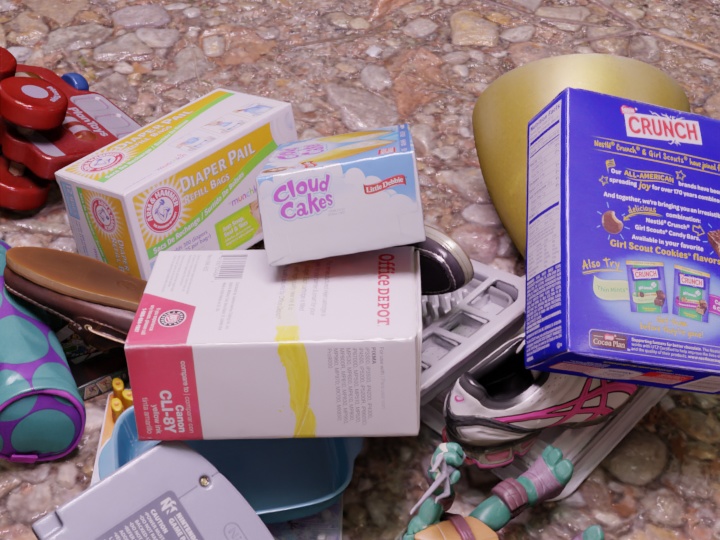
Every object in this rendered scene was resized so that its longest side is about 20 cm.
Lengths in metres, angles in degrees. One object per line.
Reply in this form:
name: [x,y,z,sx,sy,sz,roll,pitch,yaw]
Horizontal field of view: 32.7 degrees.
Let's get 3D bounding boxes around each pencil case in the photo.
pencil case: [-0.294,0.065,1.010,0.085,0.093,0.200,16,30,-43]

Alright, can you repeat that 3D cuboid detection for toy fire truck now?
toy fire truck: [-0.317,-0.152,1.217,0.200,0.113,0.167,37,31,28]

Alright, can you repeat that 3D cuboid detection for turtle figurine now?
turtle figurine: [0.075,0.197,0.879,0.199,0.101,0.151,-11,82,-29]

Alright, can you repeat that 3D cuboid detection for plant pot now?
plant pot: [0.198,-0.077,1.105,0.199,0.200,0.143,3,63,2]

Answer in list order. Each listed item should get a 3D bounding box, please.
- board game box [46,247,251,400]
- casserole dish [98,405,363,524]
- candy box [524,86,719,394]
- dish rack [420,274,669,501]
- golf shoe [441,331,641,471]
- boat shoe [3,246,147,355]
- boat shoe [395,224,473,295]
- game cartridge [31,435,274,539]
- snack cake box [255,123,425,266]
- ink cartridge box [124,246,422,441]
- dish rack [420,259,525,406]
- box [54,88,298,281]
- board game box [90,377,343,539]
board game box: [-0.174,0.036,1.084,0.199,0.024,0.105,-21,49,-20]
casserole dish: [-0.097,0.145,0.935,0.199,0.039,0.122,-8,47,-9]
candy box: [0.210,-0.020,0.920,0.168,0.077,0.201,9,73,-19]
dish rack: [0.153,0.084,1.034,0.171,0.044,0.200,34,55,26]
golf shoe: [0.154,0.080,0.946,0.199,0.092,0.073,-25,51,-24]
boat shoe: [-0.198,0.038,0.997,0.199,0.071,0.070,18,21,2]
boat shoe: [0.000,0.000,0.998,0.199,0.072,0.065,9,44,39]
game cartridge: [-0.115,0.222,0.839,0.133,0.042,0.201,-31,83,-27]
snack cake box: [-0.012,-0.063,0.945,0.114,0.068,0.200,-8,12,3]
ink cartridge box: [-0.055,0.050,0.884,0.199,0.084,0.145,-2,26,3]
dish rack: [0.030,0.045,1.031,0.171,0.044,0.200,-35,38,-27]
box: [-0.154,-0.070,1.097,0.101,0.113,0.200,17,40,40]
board game box: [-0.113,0.168,0.957,0.199,0.026,0.201,1,46,0]
